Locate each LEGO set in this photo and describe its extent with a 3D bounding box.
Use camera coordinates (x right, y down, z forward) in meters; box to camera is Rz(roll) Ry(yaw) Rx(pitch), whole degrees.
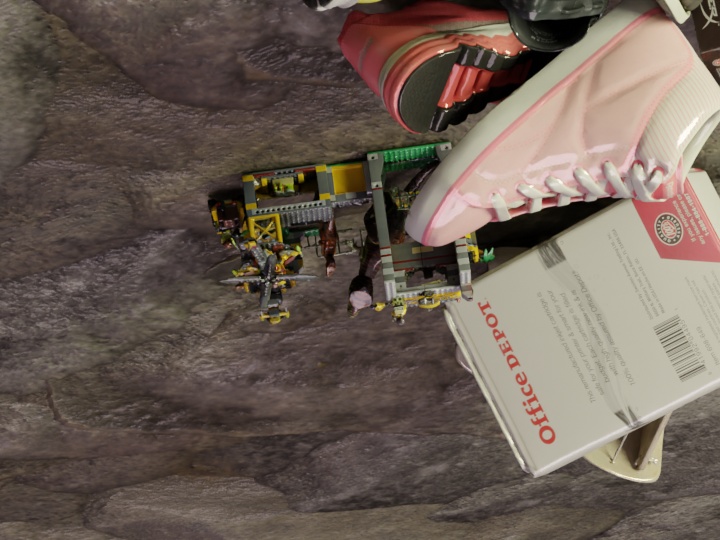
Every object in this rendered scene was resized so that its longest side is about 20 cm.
[{"bbox_3d":[0.000,0.000,1.617,0.200,0.116,0.154,-4,154,-7],"label":"LEGO set"}]

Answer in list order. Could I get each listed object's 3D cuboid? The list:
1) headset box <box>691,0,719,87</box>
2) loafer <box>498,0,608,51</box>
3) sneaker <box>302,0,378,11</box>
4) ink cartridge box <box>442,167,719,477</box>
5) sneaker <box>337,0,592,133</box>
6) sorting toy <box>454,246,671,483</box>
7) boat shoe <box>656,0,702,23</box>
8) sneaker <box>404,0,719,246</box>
[{"bbox_3d":[0.309,-0.154,1.433,0.200,0.075,0.149,-15,153,15],"label":"headset box"},{"bbox_3d":[0.104,-0.156,1.320,0.068,0.070,0.201,12,-179,10],"label":"loafer"},{"bbox_3d":[0.044,-0.206,1.269,0.090,0.078,0.200,-2,160,-34],"label":"sneaker"},{"bbox_3d":[0.179,0.037,1.666,0.200,0.146,0.085,-29,174,19],"label":"ink cartridge box"},{"bbox_3d":[0.067,-0.137,1.424,0.200,0.087,0.074,-7,130,-48],"label":"sneaker"},{"bbox_3d":[0.170,0.043,1.788,0.180,0.107,0.200,13,131,-8],"label":"sorting toy"},{"bbox_3d":[0.164,-0.196,1.310,0.061,0.072,0.201,-40,155,7],"label":"boat shoe"},{"bbox_3d":[0.126,-0.062,1.384,0.200,0.105,0.075,-41,168,-1],"label":"sneaker"}]
